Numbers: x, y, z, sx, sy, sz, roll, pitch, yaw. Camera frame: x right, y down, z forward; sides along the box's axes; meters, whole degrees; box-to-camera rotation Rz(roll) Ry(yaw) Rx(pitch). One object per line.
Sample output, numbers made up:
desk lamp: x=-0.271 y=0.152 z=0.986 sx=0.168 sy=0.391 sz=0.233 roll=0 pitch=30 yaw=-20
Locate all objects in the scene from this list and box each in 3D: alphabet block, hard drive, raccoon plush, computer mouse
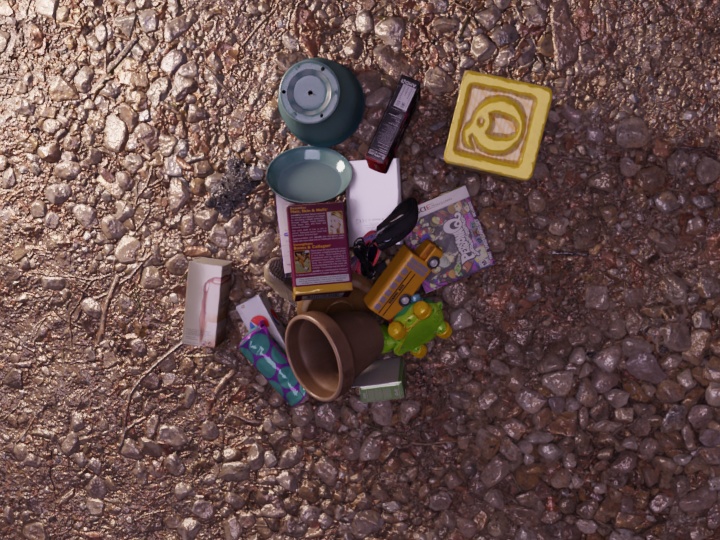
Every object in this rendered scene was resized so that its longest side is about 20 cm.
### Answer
alphabet block: x=0.292 y=-0.308 z=1.615 sx=0.194 sy=0.200 sz=0.198 roll=12 pitch=98 yaw=4
hard drive: x=0.032 y=-0.160 z=1.750 sx=0.131 sy=0.026 sz=0.202 roll=-3 pitch=96 yaw=7
raccoon plush: x=-0.296 y=-0.189 z=1.707 sx=0.096 sy=0.200 sz=0.134 roll=35 pitch=86 yaw=-9
computer mouse: x=0.073 y=-0.063 z=1.664 sx=0.200 sy=0.141 sz=0.046 roll=-40 pitch=54 yaw=-22

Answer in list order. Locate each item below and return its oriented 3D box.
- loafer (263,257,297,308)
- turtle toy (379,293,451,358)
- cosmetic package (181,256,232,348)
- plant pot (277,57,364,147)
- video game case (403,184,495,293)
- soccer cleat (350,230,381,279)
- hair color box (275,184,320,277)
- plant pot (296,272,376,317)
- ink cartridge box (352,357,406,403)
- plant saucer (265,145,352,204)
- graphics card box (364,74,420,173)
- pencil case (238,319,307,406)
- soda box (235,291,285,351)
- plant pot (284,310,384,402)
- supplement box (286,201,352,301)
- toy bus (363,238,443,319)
loafer: x=-0.152 y=0.046 z=1.777 sx=0.200 sy=0.068 sz=0.076 roll=44 pitch=61 yaw=-13
turtle toy: x=0.109 y=0.131 z=1.732 sx=0.200 sy=0.101 sz=0.146 roll=-38 pitch=136 yaw=9
cosmetic package: x=-0.368 y=0.076 z=1.788 sx=0.086 sy=0.103 sz=0.202 roll=7 pitch=99 yaw=4
plant pot: x=-0.099 y=-0.382 z=1.653 sx=0.198 sy=0.188 sz=0.202 roll=1 pitch=95 yaw=7
video game case: x=0.196 y=-0.073 z=1.726 sx=0.180 sy=0.036 sz=0.201 roll=-22 pitch=98 yaw=4
soccer cleat: x=0.000 y=0.000 z=1.736 sx=0.066 sy=0.077 sz=0.201 roll=24 pitch=111 yaw=-1
hair color box: x=-0.134 y=-0.091 z=1.725 sx=0.108 sy=0.065 sz=0.202 roll=-6 pitch=79 yaw=-7
plant pot: x=-0.050 y=0.091 z=1.738 sx=0.198 sy=0.028 sz=0.201 roll=-5 pitch=126 yaw=-8
ink cartridge box: x=0.006 y=0.259 z=1.743 sx=0.198 sy=0.146 sz=0.048 roll=-9 pitch=106 yaw=8
plant saucer: x=-0.117 y=-0.211 z=1.705 sx=0.198 sy=0.201 sz=0.036 roll=6 pitch=138 yaw=6
graphics card box: x=0.074 y=-0.324 z=1.661 sx=0.051 sy=0.125 sz=0.201 roll=23 pitch=88 yaw=6
pencil case: x=-0.193 y=0.217 z=1.729 sx=0.200 sy=0.085 sz=0.092 roll=46 pitch=115 yaw=-1
soda box: x=-0.221 y=0.155 z=1.799 sx=0.068 sy=0.064 sz=0.201 roll=-27 pitch=94 yaw=8
plant pot: x=-0.043 y=0.170 z=1.663 sx=0.200 sy=0.174 sz=0.202 roll=24 pitch=122 yaw=44
supplement box: x=-0.093 y=-0.041 z=1.635 sx=0.130 sy=0.103 sz=0.202 roll=-4 pitch=80 yaw=-7
toy bus: x=0.098 y=0.014 z=1.682 sx=0.078 sy=0.065 sz=0.201 roll=32 pitch=100 yaw=-22
